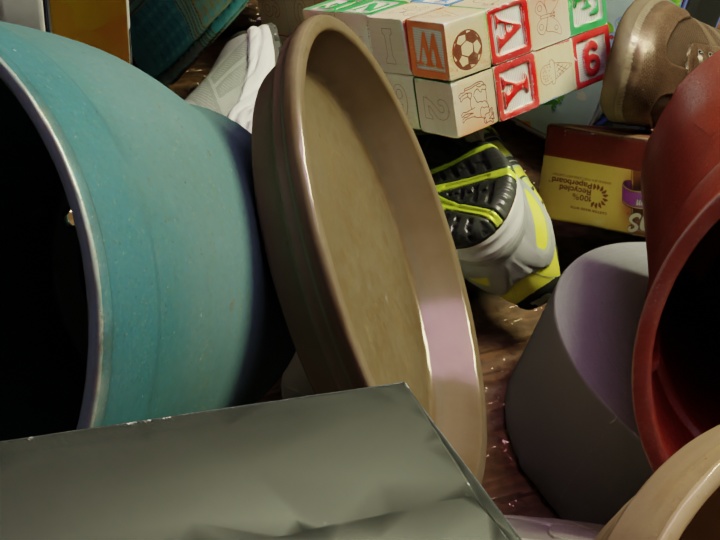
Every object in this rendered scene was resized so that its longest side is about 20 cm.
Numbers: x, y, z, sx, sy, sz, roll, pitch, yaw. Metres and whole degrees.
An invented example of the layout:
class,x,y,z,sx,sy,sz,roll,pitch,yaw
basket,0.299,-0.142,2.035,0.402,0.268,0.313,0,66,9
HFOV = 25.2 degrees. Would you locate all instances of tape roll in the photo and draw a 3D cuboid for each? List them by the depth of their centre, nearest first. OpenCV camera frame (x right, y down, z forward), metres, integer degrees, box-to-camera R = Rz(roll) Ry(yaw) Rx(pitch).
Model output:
class,x,y,z,sx,sy,sz,roll,pitch,yaw
tape roll,0.171,0.073,0.766,0.199,0.066,0.201,16,34,-11

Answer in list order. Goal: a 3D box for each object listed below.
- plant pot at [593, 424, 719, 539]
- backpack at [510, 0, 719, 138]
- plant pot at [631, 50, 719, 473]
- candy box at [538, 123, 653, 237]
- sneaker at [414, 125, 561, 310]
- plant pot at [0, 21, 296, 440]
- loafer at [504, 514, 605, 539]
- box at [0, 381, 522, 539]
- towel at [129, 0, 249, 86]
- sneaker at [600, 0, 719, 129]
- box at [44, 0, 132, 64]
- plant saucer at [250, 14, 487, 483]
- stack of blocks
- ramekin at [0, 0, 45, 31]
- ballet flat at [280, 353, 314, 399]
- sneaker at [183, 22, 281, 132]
class,x,y,z,sx,sy,sz,roll,pitch,yaw
plant pot,0.129,0.149,0.566,0.200,0.202,0.093,-2,-1,-34
backpack,0.118,-0.186,0.999,0.199,0.184,0.147,30,32,23
plant pot,0.204,-0.005,0.677,0.200,0.202,0.195,19,25,-6
candy box,0.206,-0.047,0.906,0.116,0.057,0.199,14,9,42
sneaker,0.054,-0.041,0.870,0.077,0.075,0.200,51,12,-27
plant pot,-0.118,0.007,0.582,0.200,0.201,0.188,37,19,21
loafer,0.059,0.130,0.633,0.199,0.063,0.072,11,1,-23
box,-0.047,0.148,0.394,0.148,0.201,0.124,-5,43,-37
towel,-0.111,-0.183,0.815,0.022,0.200,0.147,-40,96,-29
sneaker,0.194,-0.109,0.885,0.075,0.071,0.200,15,12,25
box,-0.133,-0.151,0.760,0.041,0.201,0.119,-7,49,-9
plant saucer,0.005,-0.001,0.635,0.029,0.201,0.200,-17,30,16
stack of blocks,0.025,-0.130,0.886,0.115,0.059,0.200,-24,26,-32
ramekin,-0.205,-0.162,0.755,0.104,0.201,0.201,-5,39,-10
ballet flat,0.000,0.000,0.765,0.069,0.070,0.200,17,33,-9
sneaker,-0.072,-0.071,0.820,0.079,0.074,0.200,-9,27,4
